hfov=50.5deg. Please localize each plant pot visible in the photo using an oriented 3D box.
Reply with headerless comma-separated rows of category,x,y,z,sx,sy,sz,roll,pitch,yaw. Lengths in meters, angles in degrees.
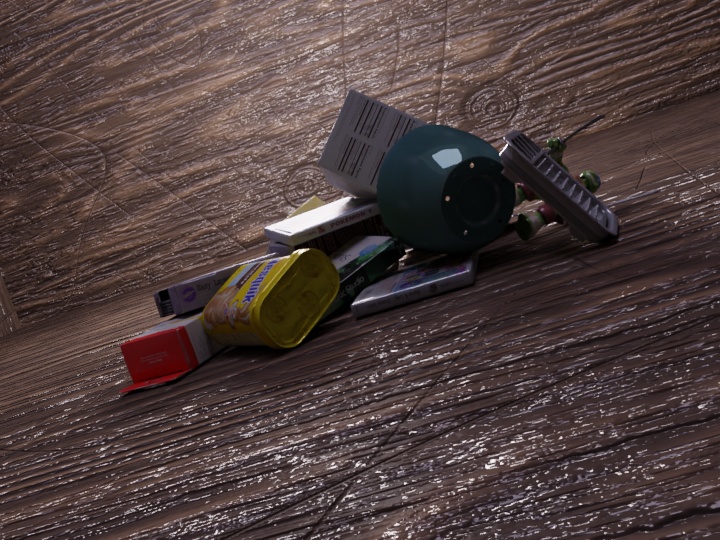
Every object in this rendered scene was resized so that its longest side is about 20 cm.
plant pot,0.144,-0.117,1.160,0.197,0.204,0.161,-21,17,-15

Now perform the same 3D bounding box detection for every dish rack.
dish rack,0.274,-0.114,1.074,0.044,0.199,0.171,-50,-6,22

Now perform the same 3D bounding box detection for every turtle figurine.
turtle figurine,0.325,-0.143,1.225,0.191,0.146,0.200,-25,5,-17

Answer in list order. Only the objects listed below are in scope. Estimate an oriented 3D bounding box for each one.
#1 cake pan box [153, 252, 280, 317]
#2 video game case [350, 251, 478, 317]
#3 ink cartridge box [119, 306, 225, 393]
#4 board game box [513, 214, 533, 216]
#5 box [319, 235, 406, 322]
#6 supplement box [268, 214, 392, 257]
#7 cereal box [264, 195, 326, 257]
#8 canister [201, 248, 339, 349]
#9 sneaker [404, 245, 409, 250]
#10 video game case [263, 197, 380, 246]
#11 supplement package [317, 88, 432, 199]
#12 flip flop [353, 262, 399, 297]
cake pan box,-0.246,0.027,1.298,0.197,0.053,0.183,-19,1,-28
video game case,0.088,0.015,1.153,0.179,0.024,0.200,-17,7,14
ink cartridge box,-0.287,0.116,1.191,0.114,0.069,0.200,-16,8,23
board game box,0.224,-0.089,1.437,0.197,0.040,0.156,0,5,-41
box,-0.038,0.011,1.231,0.199,0.037,0.144,-39,20,-22
supplement box,-0.053,-0.052,1.364,0.197,0.062,0.108,-24,13,-22
cereal box,-0.146,-0.044,1.566,0.144,0.039,0.201,-45,-13,-41
canister,-0.139,0.046,1.128,0.198,0.087,0.149,-9,37,54
sneaker,0.131,-0.078,1.536,0.113,0.083,0.199,1,8,23
video game case,-0.067,-0.091,1.355,0.179,0.023,0.200,-22,14,-16
supplement package,0.049,-0.195,1.365,0.197,0.149,0.191,25,-2,5
flip flop,0.000,0.000,1.334,0.080,0.059,0.199,-12,10,40
